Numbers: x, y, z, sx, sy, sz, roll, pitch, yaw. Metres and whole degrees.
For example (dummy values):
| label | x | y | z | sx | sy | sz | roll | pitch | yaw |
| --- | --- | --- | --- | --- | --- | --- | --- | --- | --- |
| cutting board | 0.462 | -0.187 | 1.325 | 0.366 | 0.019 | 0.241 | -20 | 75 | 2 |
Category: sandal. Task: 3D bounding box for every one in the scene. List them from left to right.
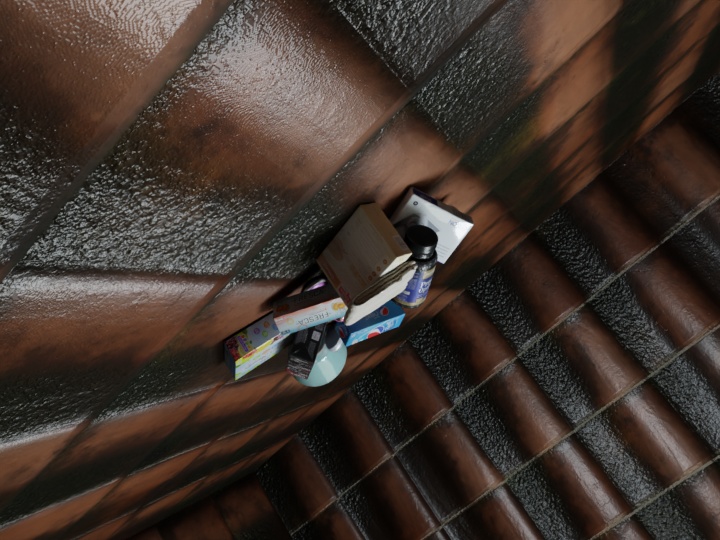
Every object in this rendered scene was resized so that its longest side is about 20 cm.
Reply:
| label | x | y | z | sx | sy | sz | roll | pitch | yaw |
| --- | --- | --- | --- | --- | --- | --- | --- | --- | --- |
| sandal | -0.118 | 0.079 | 1.615 | 0.081 | 0.050 | 0.204 | -33 | 164 | -18 |

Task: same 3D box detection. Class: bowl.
| label | x | y | z | sx | sy | sz | roll | pitch | yaw |
| --- | --- | --- | --- | --- | --- | --- | --- | --- | --- |
| bowl | -0.147 | 0.244 | 1.809 | 0.198 | 0.202 | 0.106 | -34 | 146 | -10 |

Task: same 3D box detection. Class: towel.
| label | x | y | z | sx | sy | sz | roll | pitch | yaw |
| --- | --- | --- | --- | --- | --- | --- | --- | --- | --- |
| towel | 0.047 | 0.056 | 1.371 | 0.197 | 0.035 | 0.133 | -32 | 164 | -24 |

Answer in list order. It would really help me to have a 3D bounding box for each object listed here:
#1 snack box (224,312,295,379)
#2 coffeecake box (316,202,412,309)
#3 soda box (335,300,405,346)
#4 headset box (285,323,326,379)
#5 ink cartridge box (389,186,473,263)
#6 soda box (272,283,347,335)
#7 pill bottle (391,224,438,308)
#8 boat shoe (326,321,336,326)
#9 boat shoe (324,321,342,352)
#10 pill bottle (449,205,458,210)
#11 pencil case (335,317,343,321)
| label | x | y | z | sx | sy | sz | roll | pitch | yaw |
| --- | --- | --- | --- | --- | --- | --- | --- | --- | --- |
| snack box | -0.269 | 0.195 | 1.570 | 0.197 | 0.068 | 0.170 | -30 | 164 | -25 |
| coffeecake box | 0.005 | -0.032 | 1.382 | 0.072 | 0.155 | 0.200 | -14 | 153 | -52 |
| soda box | 0.028 | 0.145 | 1.657 | 0.196 | 0.068 | 0.065 | -17 | 147 | -32 |
| headset box | -0.155 | 0.212 | 1.658 | 0.201 | 0.075 | 0.152 | 118 | -10 | -64 |
| ink cartridge box | 0.163 | -0.095 | 1.519 | 0.195 | 0.041 | 0.202 | 21 | 126 | -19 |
| soda box | -0.121 | 0.094 | 1.468 | 0.194 | 0.064 | 0.070 | -17 | 131 | 2 |
| pill bottle | 0.136 | -0.011 | 1.488 | 0.110 | 0.112 | 0.204 | -26 | 143 | -35 |
| boat shoe | -0.099 | 0.134 | 1.714 | 0.071 | 0.070 | 0.200 | -51 | -175 | -23 |
| boat shoe | -0.057 | 0.187 | 1.759 | 0.074 | 0.086 | 0.204 | -33 | -152 | 19 |
| pill bottle | 0.201 | -0.113 | 1.668 | 0.197 | 0.117 | 0.117 | -26 | 161 | -37 |
| pencil case | -0.034 | 0.043 | 1.543 | 0.091 | 0.092 | 0.203 | -47 | 165 | -54 |
